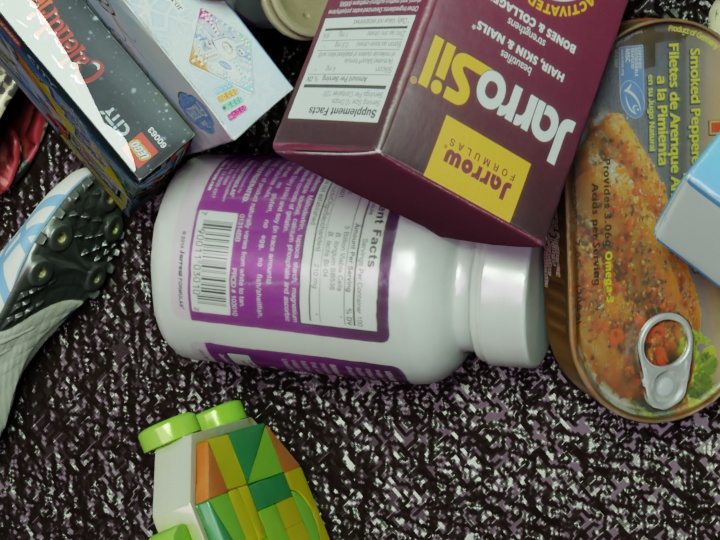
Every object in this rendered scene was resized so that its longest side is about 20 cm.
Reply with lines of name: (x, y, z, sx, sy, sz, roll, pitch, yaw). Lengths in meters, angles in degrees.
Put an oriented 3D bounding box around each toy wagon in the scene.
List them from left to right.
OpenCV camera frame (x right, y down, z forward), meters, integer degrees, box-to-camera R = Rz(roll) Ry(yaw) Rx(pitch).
toy wagon: (-0.064, 0.147, 0.949, 0.039, 0.200, 0.156, -24, 84, 15)

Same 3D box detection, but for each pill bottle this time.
pill bottle: (0.000, 0.000, 0.970, 0.198, 0.112, 0.113, 6, 94, 17)

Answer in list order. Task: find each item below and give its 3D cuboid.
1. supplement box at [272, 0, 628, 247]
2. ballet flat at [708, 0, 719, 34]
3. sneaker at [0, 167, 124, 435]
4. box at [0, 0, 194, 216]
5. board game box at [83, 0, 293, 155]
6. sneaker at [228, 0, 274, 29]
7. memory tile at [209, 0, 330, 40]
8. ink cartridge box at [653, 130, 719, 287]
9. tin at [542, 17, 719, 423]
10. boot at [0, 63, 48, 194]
supplement box: (0.055, -0.125, 0.860, 0.085, 0.110, 0.201, 7, 75, 54)
ballet flat: (0.242, -0.061, 0.917, 0.066, 0.057, 0.201, -38, 80, 15)
sneaker: (-0.206, 0.021, 1.063, 0.072, 0.072, 0.201, 38, 97, 33)
box: (-0.168, -0.124, 0.964, 0.038, 0.137, 0.200, -40, 92, -12)
board game box: (-0.127, -0.149, 0.936, 0.043, 0.200, 0.199, -39, 100, -10)
sneaker: (-0.020, -0.203, 0.927, 0.139, 0.078, 0.201, 13, 136, 8)
memory tile: (0.005, -0.178, 0.885, 0.017, 0.199, 0.155, 5, 81, 54)
ink cartridge box: (0.255, -0.060, 0.855, 0.144, 0.085, 0.200, 37, 73, 11)
tin: (0.145, -0.025, 0.922, 0.111, 0.042, 0.202, -7, 103, -16)
boot: (-0.270, -0.087, 1.080, 0.150, 0.073, 0.201, 32, 96, 15)
